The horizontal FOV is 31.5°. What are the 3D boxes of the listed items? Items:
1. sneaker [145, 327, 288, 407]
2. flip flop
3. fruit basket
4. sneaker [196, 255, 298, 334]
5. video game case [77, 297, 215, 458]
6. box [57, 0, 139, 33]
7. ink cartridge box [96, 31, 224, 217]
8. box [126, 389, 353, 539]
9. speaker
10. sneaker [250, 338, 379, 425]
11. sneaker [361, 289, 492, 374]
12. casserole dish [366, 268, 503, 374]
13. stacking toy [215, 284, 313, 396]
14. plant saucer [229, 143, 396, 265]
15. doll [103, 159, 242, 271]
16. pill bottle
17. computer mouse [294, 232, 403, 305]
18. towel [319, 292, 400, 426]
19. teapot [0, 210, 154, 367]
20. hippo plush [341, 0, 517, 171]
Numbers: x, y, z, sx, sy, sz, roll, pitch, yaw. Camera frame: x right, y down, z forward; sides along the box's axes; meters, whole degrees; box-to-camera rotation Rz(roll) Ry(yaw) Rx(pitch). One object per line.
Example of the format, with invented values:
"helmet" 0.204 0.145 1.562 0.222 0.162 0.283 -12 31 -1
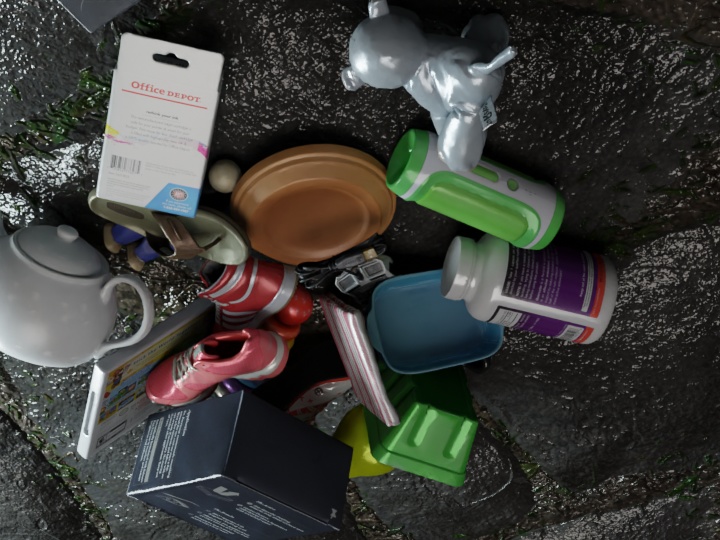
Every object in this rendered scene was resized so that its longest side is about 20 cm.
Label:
"sneaker" -0.193 0.109 1.586 0.200 0.074 0.087 -20 151 18
"flip flop" -0.224 -0.045 1.479 0.199 0.058 0.081 20 141 -3
"fruit basket" 0.051 0.210 1.690 0.155 0.216 0.216 20 132 -17
"sneaker" -0.170 0.034 1.602 0.112 0.071 0.200 19 144 -24
"video game case" -0.277 0.136 1.659 0.023 0.200 0.182 39 136 18
"box" -0.240 -0.366 1.193 0.196 0.124 0.200 -25 128 27
"ink cartridge box" -0.217 -0.169 1.407 0.115 0.068 0.200 12 120 -7
"box" -0.150 0.255 1.617 0.200 0.118 0.196 -18 141 42
"speaker" 0.133 -0.092 1.473 0.200 0.089 0.089 22 132 -18
"sneaker" -0.065 0.164 1.709 0.201 0.067 0.108 -29 152 -22
"sneaker" 0.090 0.082 1.634 0.199 0.083 0.071 19 134 -25
"casserole dish" 0.089 0.062 1.587 0.199 0.122 0.039 -10 173 -28
"stacking toy" -0.119 0.096 1.678 0.085 0.086 0.200 22 127 -18
"plant saucer" -0.054 -0.068 1.512 0.199 0.038 0.200 -6 142 -5
"doll" -0.222 -0.074 1.533 0.200 0.049 0.136 -29 128 28
"pill bottle" 0.204 0.017 1.556 0.199 0.113 0.113 14 134 -10
"computer mouse" 0.000 0.000 1.556 0.109 0.044 0.200 -27 162 10
"towel" 0.001 0.103 1.565 0.030 0.200 0.147 -23 100 -9
"teapot" -0.372 0.014 1.546 0.200 0.197 0.146 14 115 -33
"hippo plush" 0.061 -0.194 1.316 0.160 0.200 0.160 14 112 0
